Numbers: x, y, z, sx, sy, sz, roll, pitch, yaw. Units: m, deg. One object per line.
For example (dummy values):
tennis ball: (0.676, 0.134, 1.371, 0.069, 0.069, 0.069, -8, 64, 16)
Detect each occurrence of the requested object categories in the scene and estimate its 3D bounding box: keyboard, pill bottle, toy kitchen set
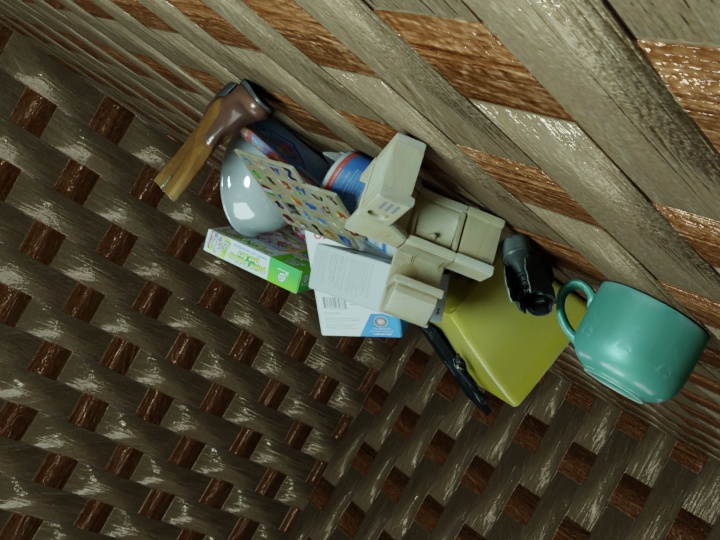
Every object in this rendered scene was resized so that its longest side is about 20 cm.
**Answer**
keyboard: (0.164, 0.166, 1.447, 0.201, 0.021, 0.127, 54, 175, -29)
pill bottle: (0.046, -0.082, 1.264, 0.199, 0.113, 0.112, 30, 177, 21)
toy kitchen set: (0.087, -0.032, 1.076, 0.198, 0.165, 0.180, 20, 166, -10)

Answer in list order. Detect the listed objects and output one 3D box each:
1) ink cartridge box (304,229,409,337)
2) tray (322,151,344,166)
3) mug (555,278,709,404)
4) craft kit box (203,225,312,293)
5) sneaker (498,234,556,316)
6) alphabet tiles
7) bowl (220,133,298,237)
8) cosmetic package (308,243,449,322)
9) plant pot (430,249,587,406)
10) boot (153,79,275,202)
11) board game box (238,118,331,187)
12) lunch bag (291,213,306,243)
ink cartridge box: (0.000, 0.000, 1.429, 0.143, 0.203, 0.084, 1, -156, 20)
tray: (0.035, -0.135, 1.393, 0.198, 0.022, 0.107, 31, 178, 11)
mug: (0.349, 0.098, 1.157, 0.151, 0.115, 0.185, 32, 177, -32)
craft kit box: (-0.139, -0.027, 1.543, 0.198, 0.049, 0.197, 24, -161, 22)
sneaker: (0.232, 0.022, 1.192, 0.200, 0.059, 0.105, 40, -149, -57)
alphabet tiles: (-0.081, -0.099, 1.271, 0.199, 0.008, 0.168, 22, 156, 41)
bowl: (-0.143, -0.152, 1.487, 0.089, 0.204, 0.201, 9, 167, 28)
cosmetic package: (0.023, 0.016, 1.262, 0.101, 0.075, 0.199, 9, -176, -42)
plant pot: (0.213, 0.064, 1.424, 0.176, 0.200, 0.200, 44, 173, -21)
boot: (-0.226, -0.190, 1.302, 0.068, 0.201, 0.188, 43, 172, -34)
board game box: (-0.096, -0.172, 1.388, 0.199, 0.020, 0.103, 41, -155, 13)
lunch bag: (-0.014, -0.084, 1.579, 0.174, 0.083, 0.200, -12, -147, -31)
